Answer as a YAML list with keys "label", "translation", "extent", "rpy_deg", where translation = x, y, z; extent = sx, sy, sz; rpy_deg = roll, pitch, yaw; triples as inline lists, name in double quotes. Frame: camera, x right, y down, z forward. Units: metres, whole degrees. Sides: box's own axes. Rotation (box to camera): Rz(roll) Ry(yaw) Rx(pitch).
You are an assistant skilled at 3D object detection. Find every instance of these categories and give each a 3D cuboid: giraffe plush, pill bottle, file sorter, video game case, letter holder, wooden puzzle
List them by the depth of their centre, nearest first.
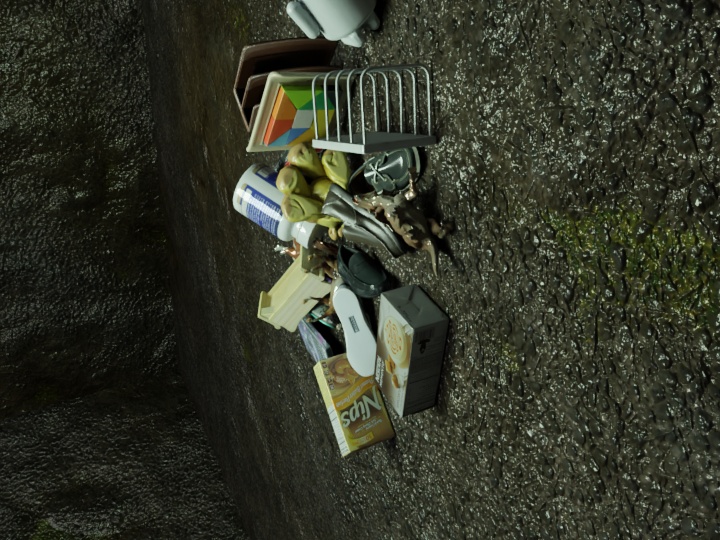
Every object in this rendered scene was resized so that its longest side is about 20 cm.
- label: "file sorter"
  translation: [0.015, -0.269, 1.163]
  extent: [0.199, 0.135, 0.128]
  rpy_deg: [23, 120, 60]
- label: "wooden puzzle"
  translation: [-0.111, -0.295, 1.336]
  extent: [0.038, 0.181, 0.201]
  rpy_deg: [62, 143, 25]
- label: "letter holder"
  translation: [-0.130, -0.363, 1.353]
  extent: [0.103, 0.195, 0.143]
  rpy_deg: [67, 153, 19]
- label: "giraffe plush"
  translation: [-0.074, -0.146, 1.418]
  extent: [0.162, 0.196, 0.177]
  rpy_deg: [139, 154, -78]
- label: "pill bottle"
  translation: [-0.171, -0.137, 1.544]
  extent: [0.197, 0.120, 0.121]
  rpy_deg: [33, 140, 13]
- label: "video game case"
  translation: [-0.106, 0.193, 1.741]
  extent: [0.200, 0.019, 0.146]
  rpy_deg: [45, 156, 51]

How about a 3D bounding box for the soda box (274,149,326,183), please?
- label: "soda box"
  translation: [-0.130, -0.242, 1.564]
  extent: [0.199, 0.069, 0.065]
  rpy_deg: [-32, 72, 64]

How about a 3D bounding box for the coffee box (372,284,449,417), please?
- label: "coffee box"
  translation: [0.088, 0.146, 1.272]
  extent: [0.115, 0.078, 0.205]
  rpy_deg: [48, 143, 46]

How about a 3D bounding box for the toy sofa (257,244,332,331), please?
- label: "toy sofa"
  translation: [-0.146, 0.043, 1.608]
  extent: [0.200, 0.096, 0.084]
  rpy_deg: [-47, 29, 33]

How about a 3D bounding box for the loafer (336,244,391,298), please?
- label: "loafer"
  translation: [0.000, 0.000, 1.402]
  extent: [0.200, 0.067, 0.072]
  rpy_deg: [34, 141, 61]

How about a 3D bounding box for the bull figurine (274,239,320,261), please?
- label: "bull figurine"
  translation: [-0.140, -0.069, 1.648]
  extent: [0.118, 0.065, 0.206]
  rpy_deg: [9, 108, 16]

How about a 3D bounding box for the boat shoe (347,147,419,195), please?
- label: "boat shoe"
  translation: [0.042, -0.170, 1.237]
  extent: [0.199, 0.066, 0.074]
  rpy_deg: [-14, 90, 63]

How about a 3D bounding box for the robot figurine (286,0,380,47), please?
- label: "robot figurine"
  translation: [-0.049, -0.470, 1.167]
  extent: [0.200, 0.171, 0.112]
  rpy_deg: [46, 170, -36]

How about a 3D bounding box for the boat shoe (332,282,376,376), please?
- label: "boat shoe"
  translation: [-0.008, 0.123, 1.491]
  extent: [0.068, 0.070, 0.205]
  rpy_deg: [-71, -39, -73]

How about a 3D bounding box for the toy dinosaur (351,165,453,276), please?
- label: "toy dinosaur"
  translation: [0.081, -0.079, 1.182]
  extent: [0.202, 0.085, 0.136]
  rpy_deg: [52, 162, 6]

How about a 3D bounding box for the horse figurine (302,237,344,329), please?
- label: "horse figurine"
  translation: [-0.061, 0.032, 1.514]
  extent: [0.050, 0.129, 0.207]
  rpy_deg: [0, 90, 61]

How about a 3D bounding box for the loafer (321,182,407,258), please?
- label: "loafer"
  translation: [0.005, -0.078, 1.290]
  extent: [0.199, 0.073, 0.072]
  rpy_deg: [40, 96, 25]

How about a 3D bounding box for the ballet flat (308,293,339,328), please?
- label: "ballet flat"
  translation: [-0.099, 0.082, 1.664]
  extent: [0.199, 0.070, 0.074]
  rpy_deg: [18, 118, 63]

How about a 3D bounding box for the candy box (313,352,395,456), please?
- label: "candy box"
  translation: [-0.015, 0.282, 1.516]
  extent: [0.205, 0.113, 0.055]
  rpy_deg: [69, 155, 17]
